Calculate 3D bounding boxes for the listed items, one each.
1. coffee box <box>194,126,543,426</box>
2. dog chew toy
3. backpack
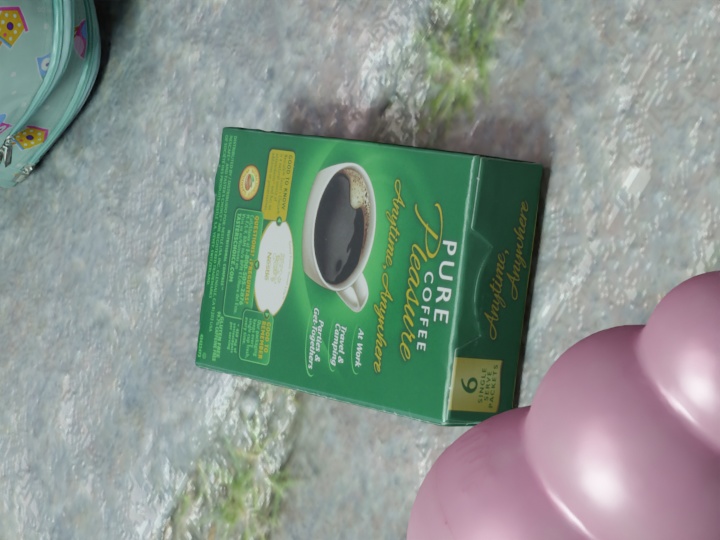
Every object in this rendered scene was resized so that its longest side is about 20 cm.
[{"bbox_3d":[0.000,0.000,1.269,0.200,0.044,0.124,8,92,52],"label":"coffee box"},{"bbox_3d":[0.108,0.079,1.067,0.200,0.124,0.125,-50,49,25],"label":"dog chew toy"},{"bbox_3d":[-0.229,-0.137,1.490,0.200,0.153,0.177,-43,55,51],"label":"backpack"}]
